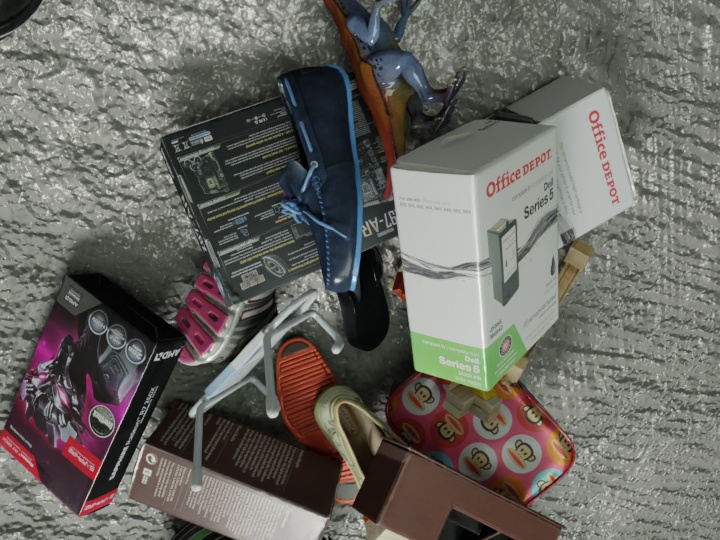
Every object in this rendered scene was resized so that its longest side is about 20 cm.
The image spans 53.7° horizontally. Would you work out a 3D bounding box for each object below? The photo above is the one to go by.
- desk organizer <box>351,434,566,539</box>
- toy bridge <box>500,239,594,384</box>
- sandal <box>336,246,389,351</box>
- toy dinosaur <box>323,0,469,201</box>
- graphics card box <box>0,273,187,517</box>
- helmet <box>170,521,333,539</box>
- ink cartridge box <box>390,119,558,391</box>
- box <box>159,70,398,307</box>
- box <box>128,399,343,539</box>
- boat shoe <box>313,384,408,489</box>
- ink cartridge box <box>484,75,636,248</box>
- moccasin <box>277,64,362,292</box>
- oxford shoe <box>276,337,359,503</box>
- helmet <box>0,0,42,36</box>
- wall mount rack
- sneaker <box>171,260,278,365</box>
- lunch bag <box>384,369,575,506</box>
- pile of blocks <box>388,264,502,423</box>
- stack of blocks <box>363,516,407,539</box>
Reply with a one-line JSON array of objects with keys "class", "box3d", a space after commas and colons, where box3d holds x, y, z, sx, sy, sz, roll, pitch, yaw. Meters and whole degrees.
[{"class": "desk organizer", "box3d": [0.098, 0.247, 0.713, 0.200, 0.072, 0.077, 31, 76, -17]}, {"class": "toy bridge", "box3d": [0.209, 0.053, 0.818, 0.200, 0.027, 0.067, -51, 162, -28]}, {"class": "sandal", "box3d": [0.001, 0.000, 0.750, 0.076, 0.043, 0.200, -45, 131, -32]}, {"class": "toy dinosaur", "box3d": [0.008, -0.200, 0.624, 0.181, 0.105, 0.200, 35, 86, 8]}, {"class": "graphics card box", "box3d": [-0.261, 0.118, 0.684, 0.200, 0.125, 0.051, -61, 160, 13]}, {"class": "helmet", "box3d": [-0.133, 0.352, 0.793, 0.200, 0.190, 0.200, -42, 144, -40]}, {"class": "ink cartridge box", "box3d": [0.110, -0.019, 0.640, 0.145, 0.084, 0.200, -33, 125, -42]}, {"class": "box", "box3d": [-0.060, -0.077, 0.656, 0.200, 0.044, 0.161, -24, 93, -17]}, {"class": "box", "box3d": [-0.126, 0.220, 0.748, 0.200, 0.100, 0.075, 20, 108, 1]}, {"class": "boat shoe", "box3d": [0.024, 0.210, 0.756, 0.073, 0.063, 0.200, -43, 100, -12]}, {"class": "ink cartridge box", "box3d": [0.174, -0.093, 0.758, 0.200, 0.084, 0.145, -29, 120, -4]}, {"class": "moccasin", "box3d": [-0.039, -0.077, 0.608, 0.068, 0.080, 0.201, -3, 71, -12]}, {"class": "oxford shoe", "box3d": [-0.045, 0.165, 0.817, 0.071, 0.073, 0.200, -17, 101, 5]}, {"class": "helmet", "box3d": [-0.317, -0.230, 0.460, 0.200, 0.190, 0.200, -31, 131, -43]}, {"class": "wall mount rack", "box3d": [-0.099, 0.112, 0.679, 0.075, 0.174, 0.200, 46, 114, 7]}, {"class": "sneaker", "box3d": [-0.112, 0.010, 0.716, 0.200, 0.074, 0.087, -61, 157, -8]}, {"class": "lunch bag", "box3d": [0.126, 0.193, 0.824, 0.176, 0.082, 0.200, -39, 83, 0]}, {"class": "pile of blocks", "box3d": [0.093, 0.070, 0.752, 0.062, 0.082, 0.200, -19, 79, -48]}, {"class": "stack of blocks", "box3d": [0.101, 0.286, 0.880, 0.200, 0.115, 0.059, 16, 128, -24]}]
